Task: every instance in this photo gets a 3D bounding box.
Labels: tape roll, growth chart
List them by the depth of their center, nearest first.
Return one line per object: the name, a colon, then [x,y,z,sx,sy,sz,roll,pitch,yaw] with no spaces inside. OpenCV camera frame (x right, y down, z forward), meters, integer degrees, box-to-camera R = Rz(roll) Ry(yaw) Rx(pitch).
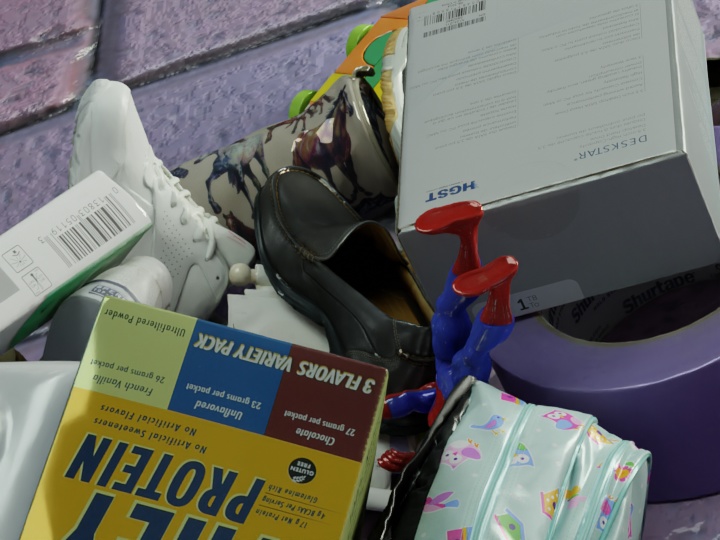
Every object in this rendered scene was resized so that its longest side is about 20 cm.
tape roll: [0.165,0.020,1.329,0.199,0.085,0.200,-17,38,14]
growth chart: [-0.015,0.062,1.397,0.144,0.018,0.200,13,38,-7]

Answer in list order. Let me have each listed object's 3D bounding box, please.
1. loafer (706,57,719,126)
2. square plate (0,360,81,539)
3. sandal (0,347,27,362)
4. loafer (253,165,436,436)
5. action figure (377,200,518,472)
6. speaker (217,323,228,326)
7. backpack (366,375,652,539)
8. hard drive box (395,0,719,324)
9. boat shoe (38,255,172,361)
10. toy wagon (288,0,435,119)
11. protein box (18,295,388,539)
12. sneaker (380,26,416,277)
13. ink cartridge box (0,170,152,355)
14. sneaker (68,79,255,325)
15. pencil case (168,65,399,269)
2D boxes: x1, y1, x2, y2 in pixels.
loafer: [0.168,-0.094,1.482,0.199,0.068,0.076,-7,40,27]
square plate: [-0.228,0.131,1.203,0.198,0.028,0.201,1,67,40]
sandal: [-0.251,0.120,1.495,0.054,0.080,0.200,-23,31,35]
loafer: [0.000,0.000,1.406,0.073,0.072,0.200,-6,43,-30]
action figure: [0.027,0.058,1.273,0.099,0.200,0.065,-20,54,-11]
speaker: [-0.087,0.121,1.374,0.081,0.081,0.200,-18,37,13]
backpack: [0.060,0.152,1.186,0.126,0.167,0.200,21,49,6]
hard drive box: [0.105,-0.076,1.348,0.155,0.077,0.200,-15,37,16]
boat shoe: [-0.155,0.065,1.427,0.071,0.200,0.070,35,42,8]
toy wagon: [0.049,-0.134,1.635,0.155,0.040,0.200,9,50,40]
protein box: [-0.081,0.155,1.159,0.135,0.200,0.199,15,62,4]
sneaker: [0.064,-0.065,1.487,0.087,0.076,0.200,-15,54,9]
ink cartridge box: [-0.217,0.042,1.401,0.161,0.050,0.200,-39,-7,-41]
sneaker: [-0.114,-0.024,1.486,0.099,0.200,0.078,-7,29,5]
pencil case: [-0.064,-0.049,1.543,0.200,0.090,0.078,-26,3,17]
